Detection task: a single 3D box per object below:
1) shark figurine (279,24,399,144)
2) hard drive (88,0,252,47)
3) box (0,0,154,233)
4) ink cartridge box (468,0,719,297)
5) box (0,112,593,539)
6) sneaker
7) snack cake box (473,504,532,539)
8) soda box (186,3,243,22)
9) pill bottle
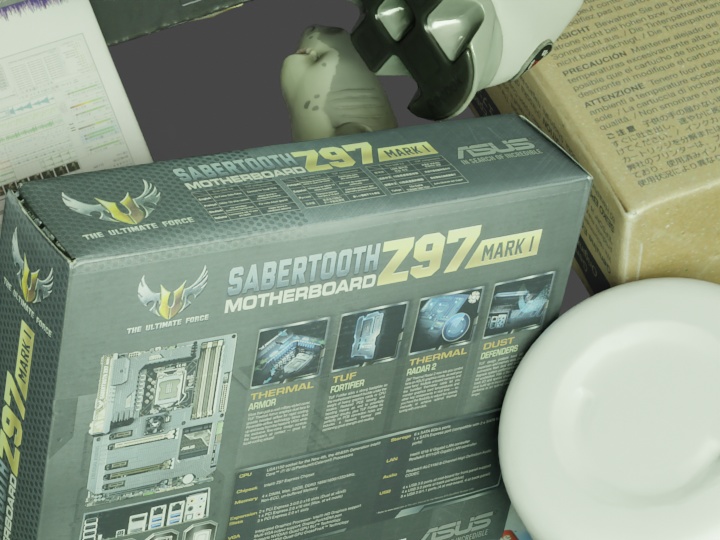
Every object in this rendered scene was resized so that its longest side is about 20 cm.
[{"bbox_3d":[0.002,0.019,0.867,0.089,0.128,0.216,11,92,-25],"label":"shark figurine"},{"bbox_3d":[-0.059,-0.188,0.773,0.038,0.139,0.201,-28,102,-57],"label":"hard drive"},{"bbox_3d":[-0.151,-0.051,0.770,0.144,0.036,0.201,-20,85,-25],"label":"box"},{"bbox_3d":[0.150,-0.080,0.877,0.199,0.165,0.075,-18,139,-12],"label":"ink cartridge box"},{"bbox_3d":[-0.027,0.036,0.776,0.199,0.051,0.159,-11,128,-32],"label":"box"},{"bbox_3d":[0.007,-0.155,0.826,0.088,0.074,0.201,-31,89,-35],"label":"sneaker"},{"bbox_3d":[-0.022,0.167,0.876,0.199,0.067,0.116,-19,121,-13],"label":"snack cake box"},{"bbox_3d":[-0.148,-0.110,0.846,0.199,0.064,0.068,-12,95,-15],"label":"soda box"},{"bbox_3d":[0.124,0.093,0.840,0.110,0.200,0.111,-9,60,15],"label":"pill bottle"}]
